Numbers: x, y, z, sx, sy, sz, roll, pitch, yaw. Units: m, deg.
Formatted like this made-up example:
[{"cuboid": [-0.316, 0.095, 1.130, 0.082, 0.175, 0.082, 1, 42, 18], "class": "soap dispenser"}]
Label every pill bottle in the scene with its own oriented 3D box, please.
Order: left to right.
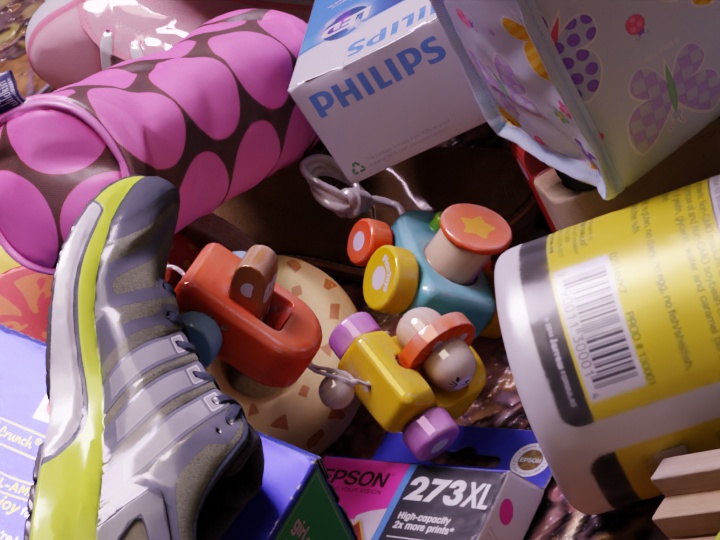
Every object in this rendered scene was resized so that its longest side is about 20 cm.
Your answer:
[{"cuboid": [0.163, 0.015, 0.872, 0.199, 0.114, 0.114, -19, 37, 12], "class": "pill bottle"}]

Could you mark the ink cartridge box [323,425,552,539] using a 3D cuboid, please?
[{"cuboid": [0.007, 0.130, 0.907, 0.094, 0.037, 0.200, 1, 44, 34], "class": "ink cartridge box"}]

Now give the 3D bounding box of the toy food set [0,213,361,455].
[{"cuboid": [-0.110, 0.055, 0.986, 0.200, 0.049, 0.198, 32, 71, 8], "class": "toy food set"}]

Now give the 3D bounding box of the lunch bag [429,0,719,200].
[{"cuboid": [0.101, -0.162, 0.881, 0.169, 0.200, 0.127, -37, 35, -10], "class": "lunch bag"}]

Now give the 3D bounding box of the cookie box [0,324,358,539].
[{"cuboid": [-0.124, 0.140, 0.856, 0.171, 0.075, 0.200, 20, 64, 25], "class": "cookie box"}]

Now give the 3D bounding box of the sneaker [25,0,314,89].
[{"cuboid": [-0.086, -0.098, 1.173, 0.199, 0.076, 0.105, 3, 46, 3], "class": "sneaker"}]

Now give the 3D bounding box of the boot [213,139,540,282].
[{"cuboid": [-0.005, -0.042, 1.086, 0.199, 0.076, 0.074, -5, 41, 28], "class": "boot"}]

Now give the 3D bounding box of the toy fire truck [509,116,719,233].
[{"cuboid": [0.142, -0.097, 1.029, 0.176, 0.129, 0.200, -30, 25, -1], "class": "toy fire truck"}]

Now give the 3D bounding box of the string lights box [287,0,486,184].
[{"cuboid": [0.034, -0.132, 1.051, 0.103, 0.059, 0.200, -24, 26, 21], "class": "string lights box"}]

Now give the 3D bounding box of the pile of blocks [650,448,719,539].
[{"cuboid": [0.179, 0.114, 0.769, 0.200, 0.082, 0.062, 10, 51, 40], "class": "pile of blocks"}]

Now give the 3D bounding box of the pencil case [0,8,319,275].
[{"cuboid": [-0.092, -0.063, 0.991, 0.093, 0.091, 0.200, -12, 10, 30], "class": "pencil case"}]

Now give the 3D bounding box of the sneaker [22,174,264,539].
[{"cuboid": [-0.075, 0.054, 0.824, 0.081, 0.074, 0.201, 1, 61, 1], "class": "sneaker"}]

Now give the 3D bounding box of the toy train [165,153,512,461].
[{"cuboid": [0.000, 0.000, 0.955, 0.056, 0.150, 0.200, -55, -2, 32], "class": "toy train"}]

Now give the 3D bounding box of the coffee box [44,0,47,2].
[{"cuboid": [-0.081, -0.177, 1.290, 0.200, 0.080, 0.114, -30, 36, 0], "class": "coffee box"}]
